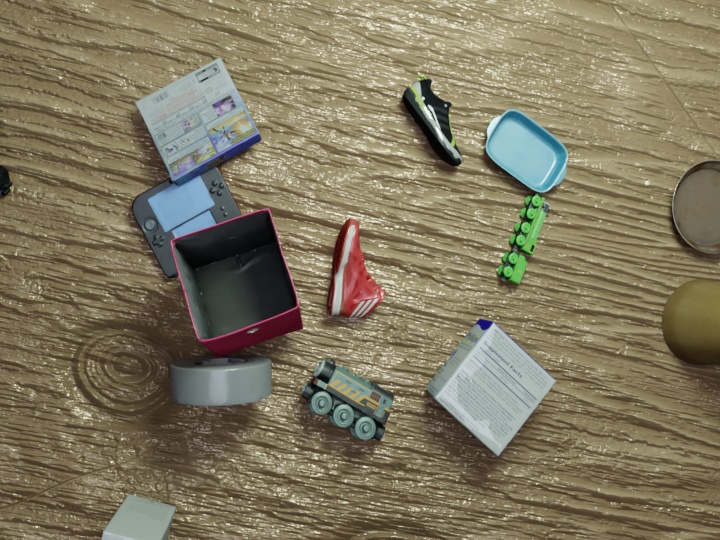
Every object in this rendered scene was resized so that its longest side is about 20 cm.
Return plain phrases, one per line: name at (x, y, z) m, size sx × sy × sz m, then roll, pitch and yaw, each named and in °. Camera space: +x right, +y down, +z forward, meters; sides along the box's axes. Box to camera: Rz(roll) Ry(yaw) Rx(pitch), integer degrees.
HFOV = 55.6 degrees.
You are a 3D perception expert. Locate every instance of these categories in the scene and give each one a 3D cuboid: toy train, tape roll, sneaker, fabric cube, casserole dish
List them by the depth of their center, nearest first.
fabric cube at (-0.228, 0.032, 1.305) m, size 0.191 × 0.200 × 0.205 m, roll -18°, pitch 76°, yaw -8°
tape roll at (-0.270, 0.210, 1.325) m, size 0.194 × 0.200 × 0.068 m, roll -1°, pitch 90°, yaw -6°
toy train at (-0.024, 0.269, 1.416) m, size 0.197 × 0.085 × 0.116 m, roll 30°, pitch 75°, yaw -4°
sneaker at (0.000, 0.000, 1.425) m, size 0.112 × 0.078 × 0.206 m, roll 9°, pitch 101°, yaw -14°
sneaker at (0.168, -0.318, 1.432) m, size 0.082 × 0.072 × 0.202 m, roll -35°, pitch 94°, yaw -6°
casserole dish at (0.353, -0.254, 1.470) m, size 0.198 × 0.039 × 0.123 m, roll 34°, pitch 87°, yaw -6°
toy train at (0.355, -0.068, 1.472) m, size 0.055 × 0.042 × 0.205 m, roll 23°, pitch 88°, yaw -15°

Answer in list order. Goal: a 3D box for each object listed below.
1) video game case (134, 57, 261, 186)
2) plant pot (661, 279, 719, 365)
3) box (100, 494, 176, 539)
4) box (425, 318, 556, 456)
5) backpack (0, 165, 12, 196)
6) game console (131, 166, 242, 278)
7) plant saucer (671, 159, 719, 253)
video game case at (-0.325, -0.300, 1.377) m, size 0.196 × 0.045 × 0.185 m, roll -28°, pitch 81°, yaw -4°
plant pot at (0.774, 0.117, 1.437) m, size 0.180 × 0.200 × 0.193 m, roll 0°, pitch 90°, yaw -7°
box at (-0.438, 0.548, 1.309) m, size 0.103 × 0.200 × 0.157 m, roll 16°, pitch 88°, yaw -6°
box at (0.269, 0.240, 1.431) m, size 0.183 × 0.105 × 0.201 m, roll 41°, pitch 87°, yaw -5°
backpack at (-0.774, -0.240, 1.285) m, size 0.149 × 0.200 × 0.197 m, roll -1°, pitch 87°, yaw 7°
game console at (-0.349, -0.108, 1.399) m, size 0.196 × 0.031 × 0.180 m, roll -28°, pitch 93°, yaw -5°
plant saucer at (0.776, -0.141, 1.518) m, size 0.194 × 0.034 × 0.207 m, roll 0°, pitch 90°, yaw -7°
